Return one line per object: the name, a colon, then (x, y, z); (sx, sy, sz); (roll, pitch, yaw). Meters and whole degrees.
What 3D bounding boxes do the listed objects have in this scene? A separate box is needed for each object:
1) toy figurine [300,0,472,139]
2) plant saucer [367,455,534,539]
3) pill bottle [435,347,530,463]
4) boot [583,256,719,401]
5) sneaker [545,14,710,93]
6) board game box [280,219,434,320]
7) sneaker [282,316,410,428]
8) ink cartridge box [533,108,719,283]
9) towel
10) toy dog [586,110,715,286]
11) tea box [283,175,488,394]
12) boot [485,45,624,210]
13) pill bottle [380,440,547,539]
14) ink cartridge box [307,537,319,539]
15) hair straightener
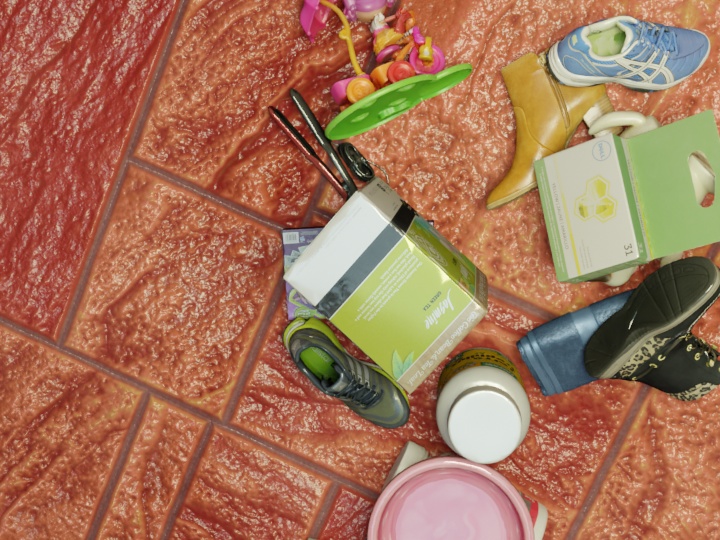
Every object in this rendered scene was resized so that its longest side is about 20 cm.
toy figurine: (0.011, -0.283, 1.195); (0.198, 0.150, 0.186); (-24, 85, -12)
plant saucer: (0.108, 0.319, 1.194); (0.198, 0.051, 0.203); (0, 93, 5)
pill bottle: (0.146, 0.164, 1.198); (0.111, 0.200, 0.114); (1, 96, 6)
boot: (0.376, 0.073, 1.148); (0.153, 0.074, 0.204); (20, 132, -25)
sneaker: (0.319, -0.253, 1.150); (0.198, 0.077, 0.077); (-8, 78, -13)
board game box: (0.000, 0.000, 1.282); (0.198, 0.032, 0.122); (-2, 96, 8)
sneaker: (-0.019, 0.144, 1.273); (0.199, 0.081, 0.074); (36, 104, -11)
ink cartridge box: (0.297, -0.080, 1.086); (0.199, 0.048, 0.147); (-19, 74, 38)
towel: (0.297, 0.081, 1.225); (0.198, 0.049, 0.112); (-23, 130, 13)
toy dog: (0.317, -0.067, 1.168); (0.193, 0.140, 0.201); (32, 113, -15)
tea box: (0.037, 0.009, 1.163); (0.197, 0.200, 0.134); (43, 103, -3)
boot: (0.205, -0.180, 1.210); (0.200, 0.071, 0.145); (-34, 88, 6)
pill bottle: (0.129, 0.303, 1.272); (0.199, 0.111, 0.111); (29, 102, 2)
ink cartridge box: (0.005, 0.458, 1.327); (0.198, 0.084, 0.146); (12, 100, 5)
hair straightener: (-0.027, -0.150, 1.254); (0.077, 0.041, 0.201); (-38, 92, 12)
